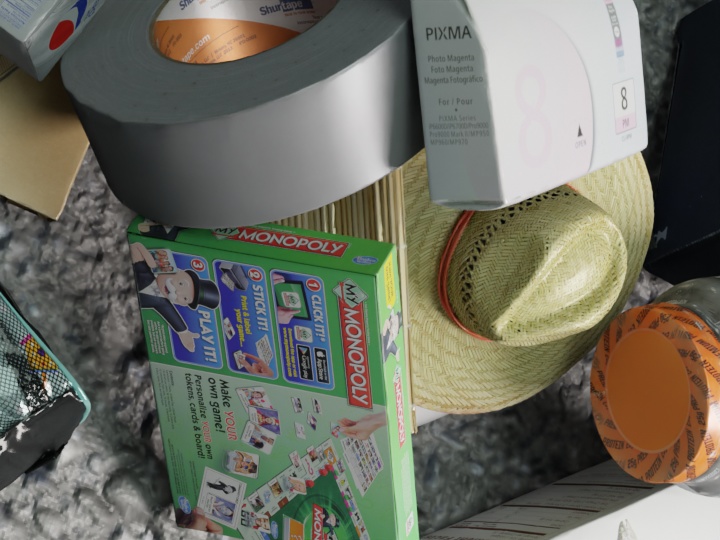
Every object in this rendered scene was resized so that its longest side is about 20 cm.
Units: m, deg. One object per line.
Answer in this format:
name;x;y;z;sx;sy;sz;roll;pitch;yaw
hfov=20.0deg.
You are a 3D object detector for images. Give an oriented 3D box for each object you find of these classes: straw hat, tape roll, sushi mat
straw hat;0.092;-0.003;1.092;0.201;0.085;0.202;-8;109;-23
tape roll;-0.047;-0.108;1.029;0.200;0.200;0.066;-42;131;-28
sushi mat;-0.020;-0.012;1.080;0.012;0.095;0.201;-2;89;-65

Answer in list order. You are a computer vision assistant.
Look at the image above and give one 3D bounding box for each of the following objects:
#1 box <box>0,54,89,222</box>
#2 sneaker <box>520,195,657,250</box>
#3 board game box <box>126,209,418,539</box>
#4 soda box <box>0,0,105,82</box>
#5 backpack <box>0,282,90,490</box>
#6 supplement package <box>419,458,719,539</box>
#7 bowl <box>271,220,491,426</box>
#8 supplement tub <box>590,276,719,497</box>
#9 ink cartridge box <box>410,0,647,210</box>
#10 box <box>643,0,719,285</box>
box;-0.197;-0.149;1.072;0.163;0.021;0.200;25;79;-20
sneaker;0.119;-0.039;1.203;0.200;0.077;0.112;7;76;-66
board game box;-0.042;0.064;1.048;0.029;0.134;0.200;-60;152;-48
soda box;-0.220;-0.181;1.004;0.200;0.068;0.063;36;80;5
backpack;-0.249;0.030;0.952;0.153;0.176;0.200;-31;96;-34
supplement package;0.142;0.187;1.202;0.200;0.117;0.117;-19;96;-31
bowl;0.000;0.000;1.165;0.199;0.075;0.200;-14;93;-31
supplement tub;0.234;0.062;1.149;0.200;0.122;0.123;-4;86;-34
ink cartridge box;0.081;-0.142;0.996;0.162;0.057;0.201;-22;113;-54
box;0.300;-0.060;1.308;0.200;0.117;0.197;27;59;-25
